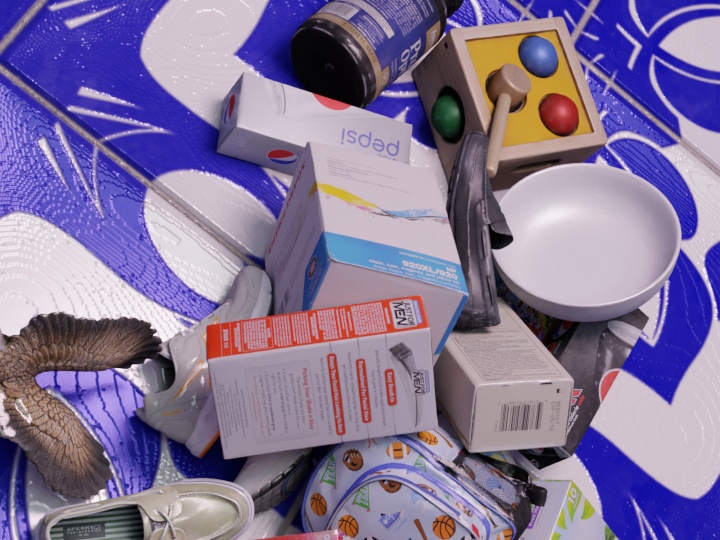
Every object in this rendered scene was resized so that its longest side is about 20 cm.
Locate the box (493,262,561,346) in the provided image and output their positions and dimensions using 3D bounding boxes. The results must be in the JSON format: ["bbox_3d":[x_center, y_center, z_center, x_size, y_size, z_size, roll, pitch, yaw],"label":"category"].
[{"bbox_3d":[0.164,0.036,1.685,0.199,0.039,0.137,39,58,-7],"label":"box"}]

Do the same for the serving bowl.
[{"bbox_3d":[0.232,-0.019,1.629,0.197,0.066,0.202,-3,49,3],"label":"serving bowl"}]

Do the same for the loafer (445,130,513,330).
[{"bbox_3d":[0.117,-0.039,1.542,0.069,0.068,0.203,5,72,5],"label":"loafer"}]

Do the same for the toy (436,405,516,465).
[{"bbox_3d":[0.113,0.224,1.578,0.115,0.047,0.202,-30,91,-45],"label":"toy"}]

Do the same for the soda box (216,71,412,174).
[{"bbox_3d":[-0.047,-0.139,1.638,0.198,0.063,0.069,16,63,-20],"label":"soda box"}]

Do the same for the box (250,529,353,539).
[{"bbox_3d":[-0.096,0.293,1.364,0.197,0.096,0.101,-10,69,13],"label":"box"}]

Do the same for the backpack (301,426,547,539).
[{"bbox_3d":[0.039,0.233,1.463,0.190,0.201,0.154,40,16,14],"label":"backpack"}]

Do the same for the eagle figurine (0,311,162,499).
[{"bbox_3d":[-0.286,0.094,1.393,0.198,0.152,0.152,25,41,-9],"label":"eagle figurine"}]

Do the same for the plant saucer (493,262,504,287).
[{"bbox_3d":[0.150,-0.025,1.669,0.199,0.019,0.070,-30,85,-33],"label":"plant saucer"}]

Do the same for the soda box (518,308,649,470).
[{"bbox_3d":[0.222,0.106,1.624,0.071,0.063,0.201,41,58,-9],"label":"soda box"}]

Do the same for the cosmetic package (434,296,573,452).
[{"bbox_3d":[0.122,0.097,1.526,0.102,0.200,0.074,-1,111,-15],"label":"cosmetic package"}]

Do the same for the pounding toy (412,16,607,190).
[{"bbox_3d":[0.159,-0.173,1.706,0.198,0.142,0.186,-11,75,-29],"label":"pounding toy"}]

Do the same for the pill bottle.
[{"bbox_3d":[0.024,-0.268,1.696,0.112,0.112,0.200,47,58,-2],"label":"pill bottle"}]

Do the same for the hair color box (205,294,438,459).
[{"bbox_3d":[-0.034,0.095,1.403,0.197,0.112,0.064,-7,31,-1],"label":"hair color box"}]

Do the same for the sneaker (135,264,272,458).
[{"bbox_3d":[-0.150,0.072,1.500,0.091,0.076,0.202,25,60,-10],"label":"sneaker"}]

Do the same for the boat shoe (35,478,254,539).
[{"bbox_3d":[-0.189,0.231,1.398,0.197,0.062,0.073,-8,87,-14],"label":"boat shoe"}]

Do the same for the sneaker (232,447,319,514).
[{"bbox_3d":[-0.074,0.152,1.516,0.087,0.075,0.200,32,55,9],"label":"sneaker"}]

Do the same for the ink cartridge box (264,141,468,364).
[{"bbox_3d":[0.000,0.000,1.507,0.143,0.148,0.201,13,35,-18],"label":"ink cartridge box"}]

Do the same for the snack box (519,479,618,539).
[{"bbox_3d":[0.188,0.328,1.539,0.142,0.053,0.201,49,52,-35],"label":"snack box"}]
